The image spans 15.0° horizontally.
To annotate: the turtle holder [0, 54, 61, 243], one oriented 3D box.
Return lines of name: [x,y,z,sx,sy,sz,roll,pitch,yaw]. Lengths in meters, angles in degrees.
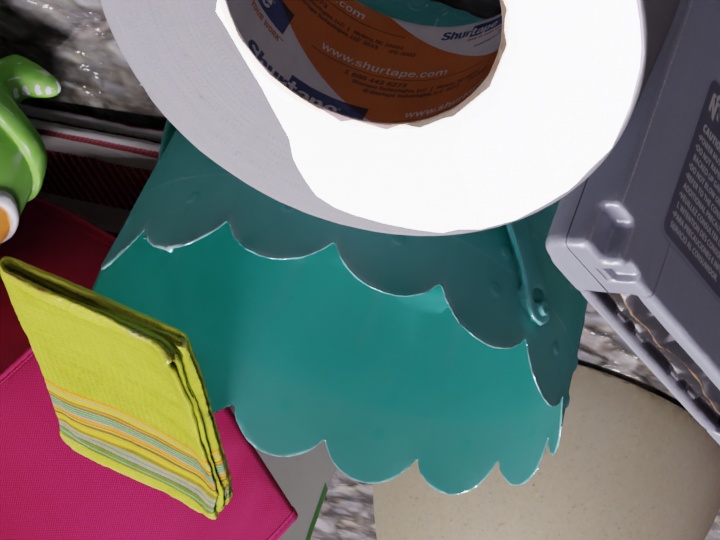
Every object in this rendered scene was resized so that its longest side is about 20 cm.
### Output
turtle holder: [-0.239,-0.063,1.244,0.186,0.132,0.141,43,154,-25]

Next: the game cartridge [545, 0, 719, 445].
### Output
game cartridge: [0.143,-0.020,1.069,0.042,0.133,0.200,1,152,34]

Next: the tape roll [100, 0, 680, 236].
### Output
tape roll: [0.010,-0.110,0.947,0.200,0.066,0.200,13,132,15]

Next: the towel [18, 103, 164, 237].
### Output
towel: [-0.113,-0.026,1.394,0.144,0.023,0.200,11,155,20]

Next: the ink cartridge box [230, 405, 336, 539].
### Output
ink cartridge box: [-0.117,0.103,1.529,0.200,0.147,0.083,-1,149,37]

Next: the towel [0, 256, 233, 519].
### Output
towel: [-0.102,0.054,1.163,0.086,0.018,0.200,22,160,11]

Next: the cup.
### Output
cup: [0.089,0.148,1.486,0.200,0.143,0.200,14,157,6]

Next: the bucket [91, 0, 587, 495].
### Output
bucket: [0.004,-0.013,1.124,0.207,0.135,0.207,16,154,8]

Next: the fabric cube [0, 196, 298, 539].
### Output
fabric cube: [-0.191,0.087,1.358,0.200,0.196,0.199,29,157,46]
